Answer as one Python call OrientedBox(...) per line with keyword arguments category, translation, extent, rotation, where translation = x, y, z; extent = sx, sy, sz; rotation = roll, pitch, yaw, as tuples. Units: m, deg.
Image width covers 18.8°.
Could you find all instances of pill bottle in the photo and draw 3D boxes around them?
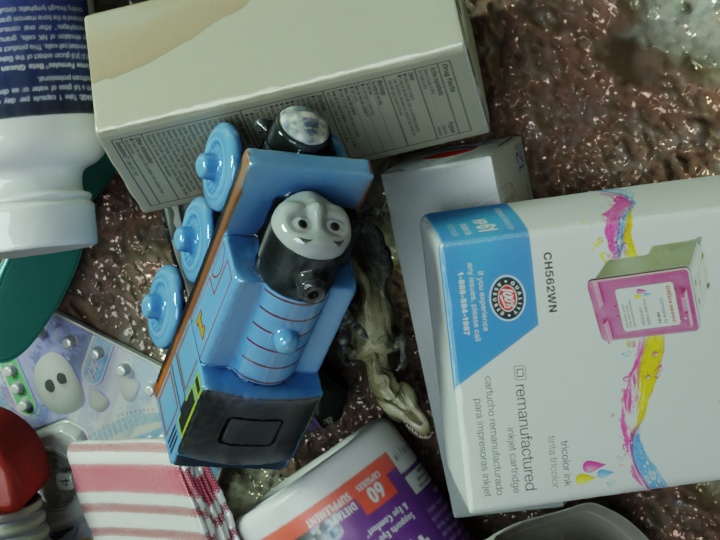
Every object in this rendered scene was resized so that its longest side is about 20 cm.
OrientedBox(category="pill bottle", translation=(0.026, 0.195, 1.236), extent=(0.111, 0.111, 0.200), rotation=(-36, 89, 24))
OrientedBox(category="pill bottle", translation=(-0.197, -0.109, 1.193), extent=(0.110, 0.111, 0.201), rotation=(-9, 88, 22))

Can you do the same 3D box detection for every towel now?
OrientedBox(category="towel", translation=(-0.100, 0.188, 1.268), extent=(0.146, 0.030, 0.201), rotation=(-6, 106, 55))

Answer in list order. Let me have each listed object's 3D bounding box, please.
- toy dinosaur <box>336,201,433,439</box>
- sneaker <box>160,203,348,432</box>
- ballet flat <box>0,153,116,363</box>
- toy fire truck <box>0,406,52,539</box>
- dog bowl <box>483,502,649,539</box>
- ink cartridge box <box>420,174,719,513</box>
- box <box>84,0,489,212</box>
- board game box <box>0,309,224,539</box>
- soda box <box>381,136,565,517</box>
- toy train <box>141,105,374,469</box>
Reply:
OrientedBox(category="toy dinosaur", translation=(0.000, 0.000, 1.195), extent=(0.047, 0.088, 0.201), rotation=(-10, 92, 6))
OrientedBox(category="sneaker", translation=(-0.057, -0.002, 1.253), extent=(0.087, 0.076, 0.201), rotation=(-12, 103, 8))
OrientedBox(category="ballet flat", translation=(-0.189, -0.044, 1.290), extent=(0.075, 0.068, 0.201), rotation=(39, 107, 35))
OrientedBox(category="toy fire truck", translation=(-0.205, 0.169, 1.294), extent=(0.199, 0.129, 0.177), rotation=(-8, 100, 11))
OrientedBox(category="dog bowl", translation=(0.108, 0.228, 1.173), extent=(0.058, 0.200, 0.201), rotation=(-18, 96, 41))
OrientedBox(category="ink cartridge box", translation=(0.140, 0.034, 1.126), extent=(0.199, 0.085, 0.145), rotation=(-8, 101, -5))
OrientedBox(category="box", translation=(-0.038, -0.104, 1.158), extent=(0.199, 0.095, 0.078), rotation=(-12, 61, 5))
OrientedBox(category="board game box", translation=(-0.192, 0.130, 1.350), extent=(0.199, 0.026, 0.201), rotation=(26, 111, 13))
OrientedBox(category="soda box", translation=(0.071, 0.031, 1.205), extent=(0.068, 0.063, 0.201), rotation=(-8, 100, 22))
OrientedBox(category="toy train", translation=(-0.052, 0.011, 1.134), extent=(0.200, 0.086, 0.115), rotation=(116, 148, -40))
